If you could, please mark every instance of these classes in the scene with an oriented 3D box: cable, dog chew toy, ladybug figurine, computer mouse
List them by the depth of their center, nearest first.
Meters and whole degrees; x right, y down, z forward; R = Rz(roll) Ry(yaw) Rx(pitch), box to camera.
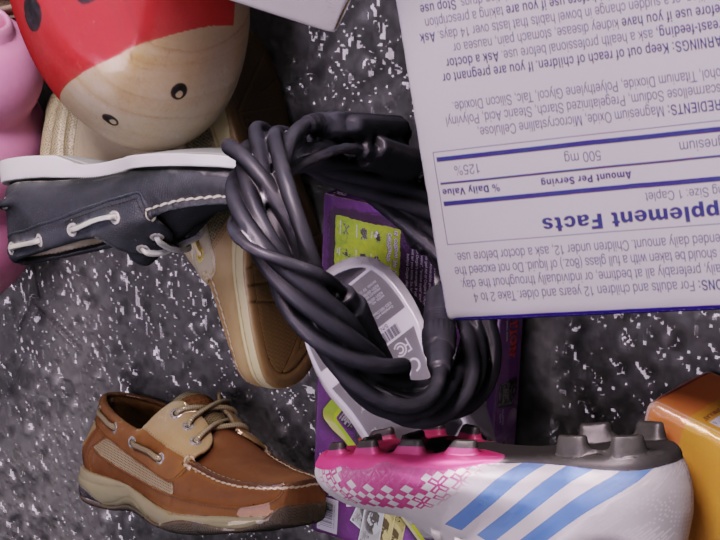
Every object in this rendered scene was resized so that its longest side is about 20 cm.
[{"bbox_3d":[0.000,0.000,0.997,0.051,0.200,0.164,-23,81,27],"label":"cable"},{"bbox_3d":[0.039,0.081,1.081,0.109,0.044,0.201,-36,71,24],"label":"computer mouse"},{"bbox_3d":[-0.134,-0.162,1.109,0.135,0.072,0.201,-25,78,18],"label":"ladybug figurine"},{"bbox_3d":[-0.242,-0.071,1.241,0.124,0.124,0.201,41,131,22],"label":"dog chew toy"}]

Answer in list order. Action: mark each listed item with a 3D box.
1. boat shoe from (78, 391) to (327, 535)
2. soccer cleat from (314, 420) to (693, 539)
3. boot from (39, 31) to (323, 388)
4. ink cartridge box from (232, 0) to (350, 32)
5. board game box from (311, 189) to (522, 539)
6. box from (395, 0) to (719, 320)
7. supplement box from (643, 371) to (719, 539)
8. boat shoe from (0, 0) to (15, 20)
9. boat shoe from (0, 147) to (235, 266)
[{"bbox_3d":[-0.100,0.109,1.211,0.199,0.075,0.075,5,95,46],"label":"boat shoe"},{"bbox_3d":[0.065,0.119,1.001,0.199,0.070,0.087,-2,94,31],"label":"soccer cleat"},{"bbox_3d":[-0.106,-0.023,1.185,0.155,0.073,0.202,-13,90,35],"label":"boot"},{"bbox_3d":[-0.055,-0.219,1.001,0.201,0.128,0.126,-103,34,-52],"label":"ink cartridge box"},{"bbox_3d":[0.030,0.063,1.135,0.119,0.032,0.202,16,111,37],"label":"board game box"},{"bbox_3d":[0.126,-0.086,0.971,0.183,0.105,0.202,-3,99,38],"label":"box"},{"bbox_3d":[0.226,0.121,0.974,0.199,0.069,0.067,27,118,32],"label":"supplement box"},{"bbox_3d":[-0.165,-0.183,1.198,0.199,0.064,0.072,-21,89,39],"label":"boat shoe"},{"bbox_3d":[-0.115,-0.033,1.108,0.199,0.075,0.061,-1,89,43],"label":"boat shoe"}]
